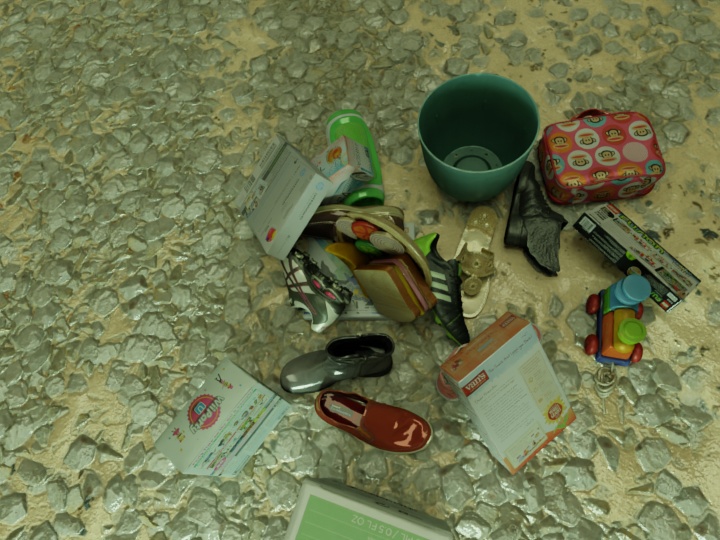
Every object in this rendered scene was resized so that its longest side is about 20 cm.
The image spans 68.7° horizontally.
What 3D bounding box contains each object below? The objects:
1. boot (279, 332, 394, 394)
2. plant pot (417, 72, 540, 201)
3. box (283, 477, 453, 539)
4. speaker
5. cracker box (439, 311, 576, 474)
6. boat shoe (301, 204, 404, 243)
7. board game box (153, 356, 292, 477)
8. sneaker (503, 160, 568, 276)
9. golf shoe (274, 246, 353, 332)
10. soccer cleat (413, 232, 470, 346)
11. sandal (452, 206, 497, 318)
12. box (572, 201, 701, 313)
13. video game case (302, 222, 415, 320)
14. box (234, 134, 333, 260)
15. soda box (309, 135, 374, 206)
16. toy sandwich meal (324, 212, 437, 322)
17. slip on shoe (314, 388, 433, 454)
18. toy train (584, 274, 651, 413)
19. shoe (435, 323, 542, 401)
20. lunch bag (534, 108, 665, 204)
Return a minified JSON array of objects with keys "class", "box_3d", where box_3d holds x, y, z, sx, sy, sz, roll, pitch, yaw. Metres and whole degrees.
[{"class":"boot","box_3d":[-0.044,0.140,0.838,0.199,0.132,0.070,-15,67,0]},{"class":"plant pot","box_3d":[0.204,-0.217,0.942,0.199,0.161,0.202,-3,67,7]},{"class":"box","box_3d":[0.001,0.390,0.693,0.198,0.200,0.172,16,72,11]},{"class":"speaker","box_3d":[-0.011,-0.205,1.004,0.088,0.089,0.201,-13,67,0]},{"class":"cracker box","box_3d":[0.219,0.179,0.770,0.134,0.201,0.058,-36,25,-10]},{"class":"boat shoe","box_3d":[-0.020,-0.069,0.935,0.198,0.072,0.072,-1,66,-2]},{"class":"board game box","box_3d":[-0.192,0.225,0.781,0.064,0.200,0.148,34,74,18]},{"class":"sneaker","box_3d":[0.319,-0.096,0.940,0.103,0.060,0.201,13,73,10]},{"class":"golf shoe","box_3d":[-0.105,0.018,0.906,0.200,0.077,0.088,42,101,35]},{"class":"soccer cleat","box_3d":[0.143,0.029,0.885,0.081,0.067,0.201,-30,75,16]},{"class":"sandal","box_3d":[0.198,-0.028,0.916,0.077,0.070,0.213,12,69,11]},{"class":"box","box_3d":[0.459,-0.029,0.877,0.110,0.035,0.200,-19,60,-42]},{"class":"video game case","box_3d":[0.000,0.000,0.951,0.198,0.022,0.184,-1,67,6]},{"class":"box","box_3d":[-0.141,-0.134,0.918,0.156,0.041,0.200,-56,39,12]},{"class":"soda box","box_3d":[-0.072,-0.154,0.943,0.199,0.068,0.064,-28,60,37]},{"class":"toy sandwich meal","box_3d":[0.029,-0.004,0.842,0.204,0.206,0.070,32,66,17]},{"class":"slip on shoe","box_3d":[0.018,0.236,0.831,0.199,0.061,0.074,17,69,11]},{"class":"toy train","box_3d":[0.402,0.112,0.811,0.084,0.116,0.201,9,68,10]},{"class":"shoe","box_3d":[0.209,0.137,0.834,0.199,0.091,0.072,-29,68,-6]},{"class":"lunch bag","box_3d":[0.430,-0.217,0.963,0.198,0.082,0.177,-6,66,4]}]
